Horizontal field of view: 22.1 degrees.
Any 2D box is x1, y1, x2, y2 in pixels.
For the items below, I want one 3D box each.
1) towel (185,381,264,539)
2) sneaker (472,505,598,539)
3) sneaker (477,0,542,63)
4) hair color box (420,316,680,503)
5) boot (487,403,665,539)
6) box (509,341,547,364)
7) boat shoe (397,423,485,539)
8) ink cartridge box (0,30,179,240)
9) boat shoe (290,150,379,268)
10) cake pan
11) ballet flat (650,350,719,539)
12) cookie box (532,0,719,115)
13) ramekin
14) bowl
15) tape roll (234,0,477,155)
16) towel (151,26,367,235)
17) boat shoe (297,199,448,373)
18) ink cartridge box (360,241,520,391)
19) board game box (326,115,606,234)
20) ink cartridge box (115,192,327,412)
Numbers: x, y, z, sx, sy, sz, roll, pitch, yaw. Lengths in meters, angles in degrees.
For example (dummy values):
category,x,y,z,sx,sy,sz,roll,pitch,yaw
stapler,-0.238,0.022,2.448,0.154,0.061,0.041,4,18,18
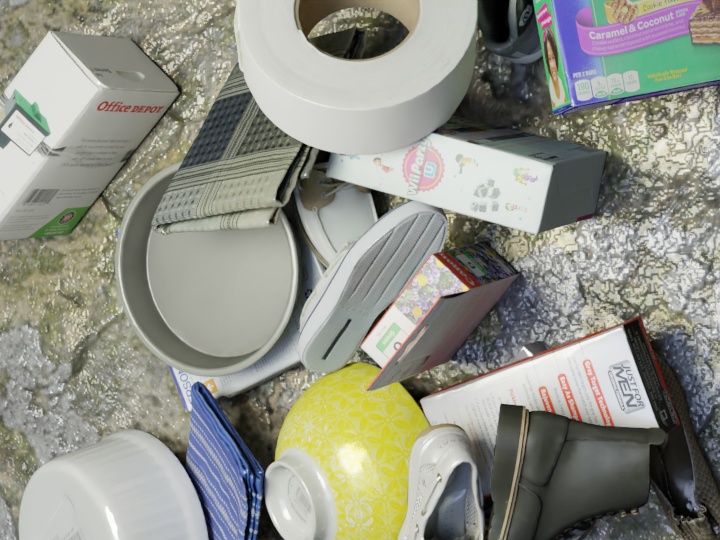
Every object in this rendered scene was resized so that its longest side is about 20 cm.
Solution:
category,x,y,z,sx,sy,sz,roll,pitch,yaw
towel,-0.136,0.221,1.722,0.145,0.024,0.202,51,142,44
sneaker,0.140,0.234,1.636,0.200,0.077,0.078,-45,75,20
sneaker,0.140,-0.276,1.569,0.074,0.115,0.202,10,99,23
hair color box,0.161,0.121,1.581,0.199,0.061,0.102,-21,86,26
boot,0.174,0.210,1.534,0.137,0.078,0.202,6,123,5
box,0.112,0.153,1.662,0.041,0.039,0.201,41,110,17
boat shoe,0.071,0.233,1.560,0.070,0.069,0.202,-8,115,-15
ink cartridge box,-0.287,-0.128,1.765,0.084,0.146,0.200,47,110,15
boat shoe,-0.029,-0.084,1.677,0.074,0.068,0.202,-22,84,-18
cake pan,-0.137,-0.003,1.720,0.198,0.037,0.203,2,94,26
ballet flat,0.257,0.146,1.589,0.067,0.046,0.202,-27,83,24
cookie box,0.225,-0.243,1.512,0.169,0.075,0.202,-11,90,-9
ramekin,-0.242,0.261,1.768,0.199,0.097,0.203,13,108,45
bowl,-0.021,0.193,1.644,0.199,0.107,0.202,28,126,46
tape roll,-0.003,-0.198,1.533,0.200,0.071,0.204,-1,62,1
towel,-0.086,-0.118,1.623,0.199,0.034,0.194,-7,51,52
boat shoe,0.000,0.000,1.623,0.200,0.073,0.067,-49,37,25
ink cartridge box,0.058,0.037,1.587,0.050,0.200,0.109,43,110,14
board game box,0.093,-0.091,1.590,0.198,0.147,0.065,17,103,23
ink cartridge box,-0.117,0.008,1.755,0.199,0.041,0.201,-25,83,26
